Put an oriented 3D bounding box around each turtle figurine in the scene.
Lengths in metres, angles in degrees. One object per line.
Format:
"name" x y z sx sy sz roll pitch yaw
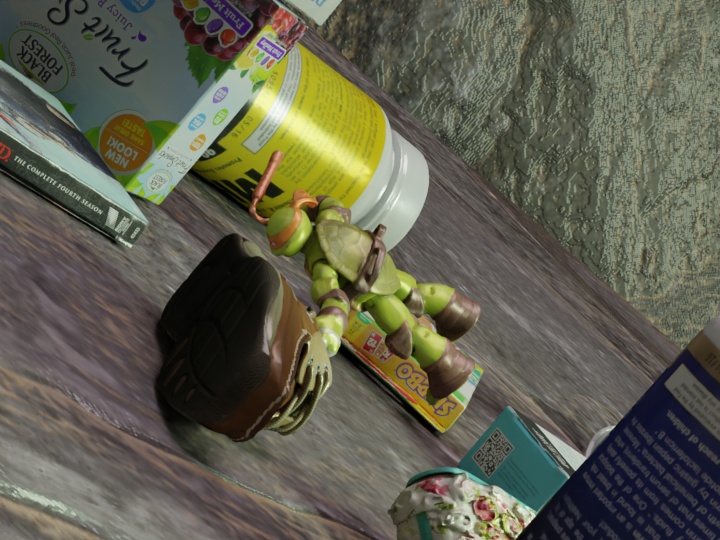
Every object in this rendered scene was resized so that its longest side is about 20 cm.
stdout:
"turtle figurine" 0.000 0.000 1.472 0.161 0.064 0.200 35 22 -21

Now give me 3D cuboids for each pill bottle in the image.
"pill bottle" -0.051 -0.092 1.666 0.200 0.114 0.114 35 10 -37
"pill bottle" 0.131 0.127 1.029 0.116 0.200 0.116 41 7 -6

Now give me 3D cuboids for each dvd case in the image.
"dvd case" -0.209 -0.096 1.277 0.200 0.022 0.146 33 11 -41

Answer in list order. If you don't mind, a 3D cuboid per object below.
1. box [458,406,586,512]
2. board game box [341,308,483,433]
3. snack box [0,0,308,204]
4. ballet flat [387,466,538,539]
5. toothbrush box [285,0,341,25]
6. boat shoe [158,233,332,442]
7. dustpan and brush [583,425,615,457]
"box" 0.152 0.162 1.477 0.200 0.049 0.082 35 10 -37
"board game box" 0.032 0.055 1.586 0.095 0.030 0.200 41 11 1
"snack box" -0.149 -0.158 1.450 0.200 0.142 0.053 43 8 22
"ballet flat" 0.085 0.158 1.184 0.200 0.075 0.064 29 45 -39
"toothbrush box" -0.086 -0.251 1.433 0.145 0.086 0.200 34 11 -43
"boat shoe" -0.045 0.038 1.140 0.074 0.076 0.200 42 8 -13
"dustpan and brush" 0.223 0.153 1.814 0.139 0.057 0.200 40 8 -5
